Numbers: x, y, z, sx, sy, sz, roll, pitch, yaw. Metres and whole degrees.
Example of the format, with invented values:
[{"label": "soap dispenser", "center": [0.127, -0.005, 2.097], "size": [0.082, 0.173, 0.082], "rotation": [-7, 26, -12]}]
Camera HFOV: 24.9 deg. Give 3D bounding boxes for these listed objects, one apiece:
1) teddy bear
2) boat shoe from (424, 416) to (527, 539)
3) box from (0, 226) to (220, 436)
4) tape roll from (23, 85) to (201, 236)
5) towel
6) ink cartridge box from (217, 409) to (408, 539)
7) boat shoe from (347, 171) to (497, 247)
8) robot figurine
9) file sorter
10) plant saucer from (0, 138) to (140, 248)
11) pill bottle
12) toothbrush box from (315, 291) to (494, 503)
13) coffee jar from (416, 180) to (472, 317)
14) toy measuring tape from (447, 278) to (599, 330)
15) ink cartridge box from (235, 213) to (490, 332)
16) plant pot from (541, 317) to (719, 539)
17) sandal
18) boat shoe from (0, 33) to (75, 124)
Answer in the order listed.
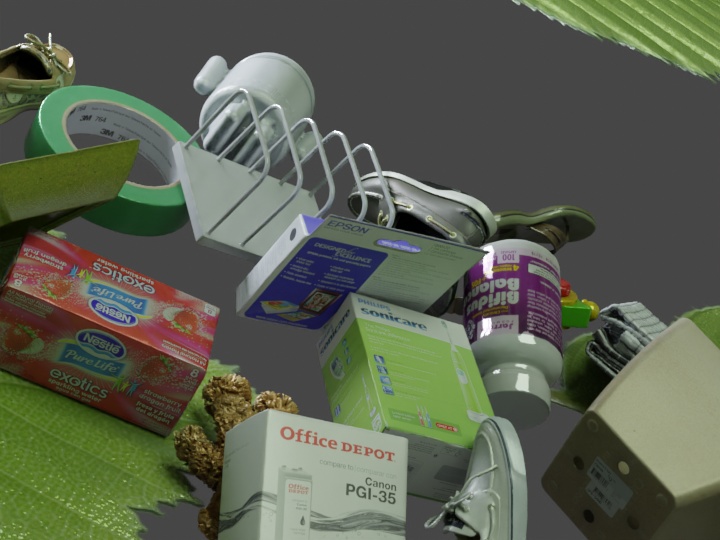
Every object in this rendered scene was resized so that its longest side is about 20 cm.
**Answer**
[{"label": "teddy bear", "center": [-0.098, 0.168, 1.499], "size": [0.145, 0.067, 0.200], "rotation": [38, 29, -8]}, {"label": "boat shoe", "center": [0.105, 0.237, 1.543], "size": [0.086, 0.075, 0.202], "rotation": [6, 76, -19]}, {"label": "box", "center": [-0.241, 0.057, 1.507], "size": [0.200, 0.095, 0.100], "rotation": [25, 33, -13]}, {"label": "tape roll", "center": [-0.264, -0.121, 1.780], "size": [0.200, 0.048, 0.200], "rotation": [24, 32, -16]}, {"label": "towel", "center": [0.353, 0.128, 1.916], "size": [0.200, 0.086, 0.166], "rotation": [42, 13, 13]}, {"label": "ink cartridge box", "center": [-0.042, 0.231, 1.383], "size": [0.146, 0.083, 0.200], "rotation": [15, 64, -26]}, {"label": "boat shoe", "center": [0.056, -0.058, 1.802], "size": [0.202, 0.072, 0.060], "rotation": [16, 52, 41]}, {"label": "robot figurine", "center": [-0.120, -0.189, 1.938], "size": [0.170, 0.113, 0.200], "rotation": [39, 31, -9]}, {"label": "file sorter", "center": [-0.078, -0.090, 1.772], "size": [0.200, 0.125, 0.139], "rotation": [20, 40, -41]}, {"label": "plant saucer", "center": [-0.328, -0.057, 1.530], "size": [0.200, 0.200, 0.048], "rotation": [-19, 87, -52]}, {"label": "pill bottle", "center": [0.169, 0.073, 1.815], "size": [0.112, 0.112, 0.200], "rotation": [20, 49, -20]}, {"label": "toothbrush box", "center": [0.049, 0.132, 1.673], "size": [0.146, 0.086, 0.200], "rotation": [16, 36, -27]}, {"label": "coffee jar", "center": [0.077, -0.029, 1.917], "size": [0.104, 0.085, 0.200], "rotation": [18, 32, 4]}, {"label": "toy measuring tape", "center": [0.191, 0.039, 1.960], "size": [0.200, 0.074, 0.074], "rotation": [5, 39, -15]}, {"label": "ink cartridge box", "center": [0.000, 0.000, 1.702], "size": [0.198, 0.200, 0.043], "rotation": [13, 52, -30]}, {"label": "plant pot", "center": [0.313, 0.205, 1.726], "size": [0.177, 0.200, 0.200], "rotation": [-21, 59, -39]}, {"label": "sandal", "center": [0.220, -0.041, 2.091], "size": [0.201, 0.080, 0.057], "rotation": [-5, 64, -37]}, {"label": "boat shoe", "center": [-0.370, -0.217, 1.801], "size": [0.073, 0.063, 0.200], "rotation": [34, 31, 3]}]
